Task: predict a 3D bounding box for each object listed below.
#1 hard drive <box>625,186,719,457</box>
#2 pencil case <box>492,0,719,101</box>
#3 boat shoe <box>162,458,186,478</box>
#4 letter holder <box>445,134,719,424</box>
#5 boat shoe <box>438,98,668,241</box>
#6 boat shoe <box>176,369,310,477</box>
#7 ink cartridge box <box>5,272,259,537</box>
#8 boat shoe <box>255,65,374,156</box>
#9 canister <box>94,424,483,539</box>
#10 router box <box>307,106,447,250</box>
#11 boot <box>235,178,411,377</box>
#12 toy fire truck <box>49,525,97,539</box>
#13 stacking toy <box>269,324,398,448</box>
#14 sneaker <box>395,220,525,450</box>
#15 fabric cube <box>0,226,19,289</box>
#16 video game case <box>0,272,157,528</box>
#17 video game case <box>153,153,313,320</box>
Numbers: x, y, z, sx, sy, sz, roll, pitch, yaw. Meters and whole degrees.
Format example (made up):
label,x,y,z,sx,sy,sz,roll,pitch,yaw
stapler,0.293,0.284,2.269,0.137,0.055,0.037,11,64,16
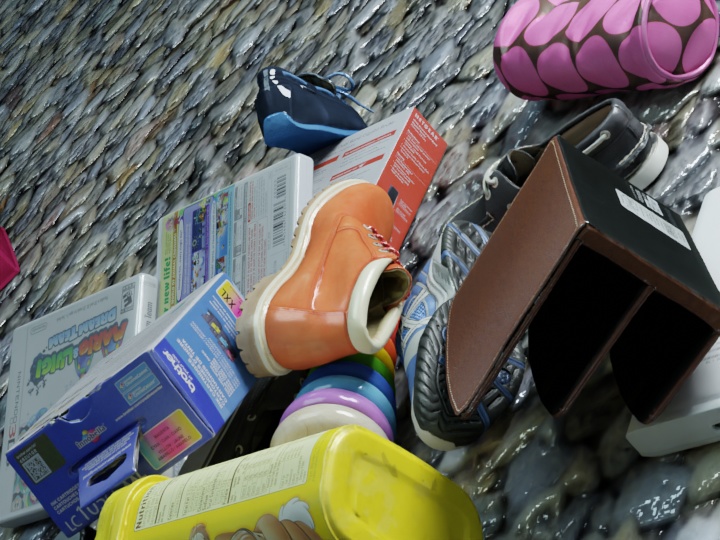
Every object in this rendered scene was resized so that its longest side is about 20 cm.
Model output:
label,x,y,z,sx,sy,sz,roll,pitch,yaw
hard drive,0.234,0.012,1.102,0.131,0.026,0.201,-22,32,43
pencil case,0.184,-0.179,1.438,0.199,0.090,0.095,1,84,57
boat shoe,-0.154,0.149,1.456,0.068,0.072,0.201,-37,41,29
letter holder,0.125,0.027,1.130,0.143,0.100,0.200,-57,9,15
boat shoe,0.125,-0.063,1.367,0.199,0.060,0.074,-23,31,41
boat shoe,-0.062,0.102,1.386,0.066,0.070,0.201,20,67,31
ink cartridge box,-0.148,0.093,1.282,0.136,0.077,0.200,-35,5,20
boat shoe,-0.037,-0.143,1.658,0.083,0.069,0.200,-16,-6,9
canister,-0.043,0.166,1.147,0.199,0.148,0.087,-21,48,40
router box,-0.037,-0.033,1.602,0.199,0.049,0.180,-21,32,43
boot,0.000,0.000,1.331,0.106,0.075,0.201,-10,32,30
toy fire truck,-0.181,0.259,1.275,0.175,0.128,0.201,-31,38,27
stacking toy,-0.006,0.078,1.329,0.085,0.085,0.201,-32,21,25
sneaker,0.063,0.055,1.280,0.077,0.075,0.201,-55,13,36
fabric cube,-0.548,-0.025,2.249,0.200,0.199,0.196,-44,24,-1
video game case,-0.244,0.114,1.630,0.199,0.024,0.184,-21,59,44
video game case,-0.105,0.025,1.541,0.181,0.022,0.202,-22,59,42
